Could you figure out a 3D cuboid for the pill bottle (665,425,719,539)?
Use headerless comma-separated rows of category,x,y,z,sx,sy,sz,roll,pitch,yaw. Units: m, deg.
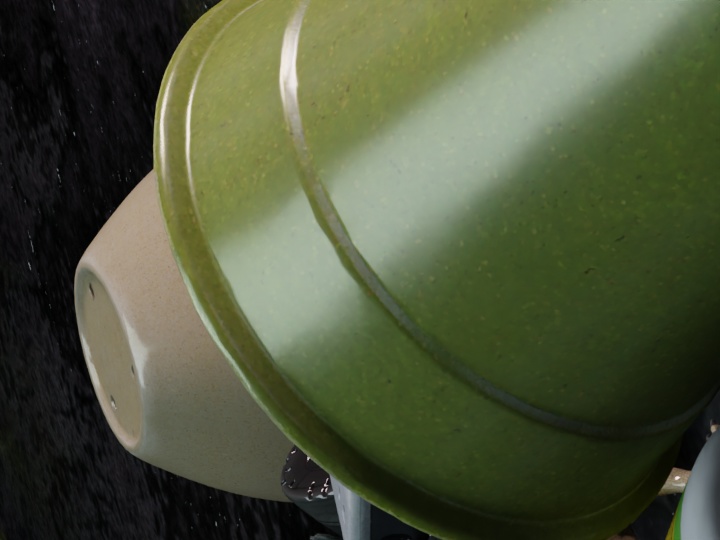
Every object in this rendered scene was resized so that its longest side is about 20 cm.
pill bottle,0.136,0.133,0.861,0.200,0.111,0.111,100,148,-51

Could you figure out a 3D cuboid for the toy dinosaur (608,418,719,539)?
toy dinosaur,0.085,0.094,0.983,0.200,0.101,0.058,-143,38,-65

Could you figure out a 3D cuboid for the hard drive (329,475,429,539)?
hard drive,0.000,0.000,0.995,0.200,0.033,0.140,92,168,-55

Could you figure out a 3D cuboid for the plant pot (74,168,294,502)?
plant pot,-0.054,0.023,1.272,0.200,0.134,0.201,164,90,-71

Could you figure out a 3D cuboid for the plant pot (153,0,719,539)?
plant pot,0.075,-0.050,0.774,0.190,0.200,0.201,-40,64,41

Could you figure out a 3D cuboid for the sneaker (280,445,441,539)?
sneaker,0.043,0.106,1.173,0.199,0.060,0.104,-3,141,44
